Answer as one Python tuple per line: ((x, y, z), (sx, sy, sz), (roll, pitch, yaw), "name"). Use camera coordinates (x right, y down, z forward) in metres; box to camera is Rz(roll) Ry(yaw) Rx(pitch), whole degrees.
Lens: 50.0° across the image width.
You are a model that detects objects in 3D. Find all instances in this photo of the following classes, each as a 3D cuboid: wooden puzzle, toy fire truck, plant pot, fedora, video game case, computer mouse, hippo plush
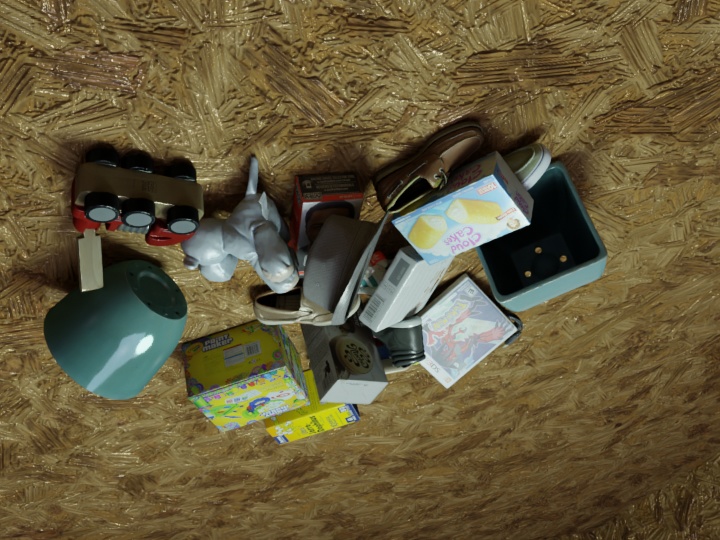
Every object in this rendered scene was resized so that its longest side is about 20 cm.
((-0.008, 0.183, 1.612), (0.184, 0.047, 0.200), (-8, -175, -11), "wooden puzzle")
((-0.342, -0.062, 1.134), (0.175, 0.129, 0.200), (7, 151, -32), "toy fire truck")
((-0.379, 0.079, 1.253), (0.161, 0.201, 0.200), (-42, 140, 17), "plant pot")
((-0.033, -0.017, 1.206), (0.090, 0.177, 0.201), (22, 118, 3), "fedora")
((0.199, 0.129, 1.605), (0.200, 0.023, 0.182), (-42, 116, 9), "video game case")
((0.261, 0.138, 1.706), (0.140, 0.046, 0.200), (31, 121, -17), "computer mouse")
((0.318, -0.036, 1.383), (0.195, 0.197, 0.200), (-24, 155, 12), "plant pot")
((-0.192, -0.033, 1.189), (0.160, 0.160, 0.200), (-18, 147, 2), "hippo plush")

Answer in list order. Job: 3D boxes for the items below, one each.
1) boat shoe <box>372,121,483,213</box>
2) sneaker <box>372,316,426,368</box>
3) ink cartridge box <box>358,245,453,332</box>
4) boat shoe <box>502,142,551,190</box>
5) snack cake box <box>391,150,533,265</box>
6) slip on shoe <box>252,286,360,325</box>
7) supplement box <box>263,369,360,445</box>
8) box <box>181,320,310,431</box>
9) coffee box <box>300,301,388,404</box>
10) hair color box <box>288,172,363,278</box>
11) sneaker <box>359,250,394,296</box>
((0.114, -0.156, 1.222), (0.199, 0.068, 0.072), (-32, 142, 21), "boat shoe")
((0.061, 0.143, 1.535), (0.070, 0.100, 0.200), (-11, -176, -29), "sneaker")
((0.095, 0.020, 1.425), (0.200, 0.047, 0.161), (-20, 144, -59), "ink cartridge box")
((0.221, -0.148, 1.279), (0.200, 0.072, 0.062), (-35, 135, 28), "boat shoe")
((0.165, -0.097, 1.258), (0.199, 0.067, 0.115), (-24, 122, 35), "snack cake box")
((-0.100, 0.058, 1.429), (0.198, 0.077, 0.061), (-2, 152, 2), "slip on shoe")
((-0.115, 0.300, 1.747), (0.199, 0.110, 0.109), (-18, 146, 3), "supplement box")
((-0.228, 0.213, 1.562), (0.199, 0.123, 0.193), (-18, 146, 1), "box")
((-0.036, 0.149, 1.479), (0.112, 0.201, 0.080), (9, 136, -32), "coffee box")
((-0.062, -0.071, 1.278), (0.101, 0.062, 0.201), (-6, 144, -14), "hair color box")
((0.001, 0.000, 1.411), (0.199, 0.071, 0.094), (2, 131, -28), "sneaker")
